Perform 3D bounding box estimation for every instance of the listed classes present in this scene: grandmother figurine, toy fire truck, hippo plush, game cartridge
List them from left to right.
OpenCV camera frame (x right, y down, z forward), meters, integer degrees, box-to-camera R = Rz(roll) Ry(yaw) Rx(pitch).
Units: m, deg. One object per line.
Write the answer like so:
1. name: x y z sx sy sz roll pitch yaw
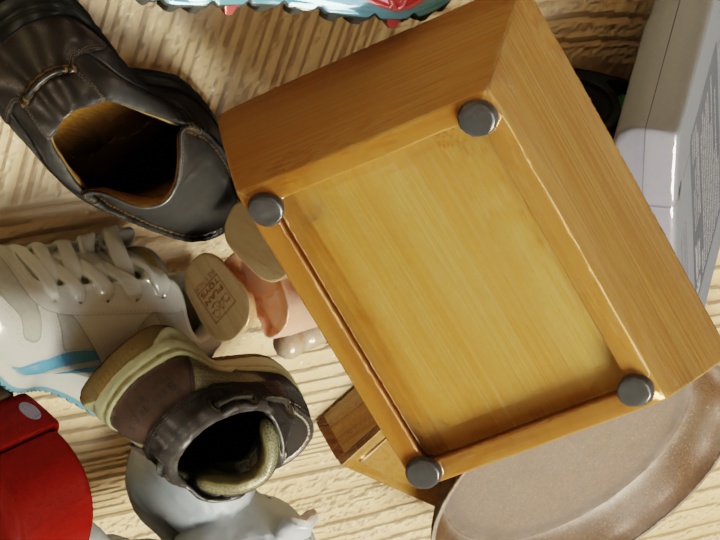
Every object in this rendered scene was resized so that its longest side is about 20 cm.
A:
1. toy fire truck: -0.181 0.163 1.299 0.176 0.200 0.129 -56 165 25
2. hippo plush: -0.098 0.152 1.442 0.160 0.200 0.159 -31 169 -15
3. grandmother figurine: 0.000 0.000 1.397 0.121 0.061 0.200 -42 158 31
4. game cartridge: 0.155 -0.043 1.437 0.040 0.134 0.200 6 144 12

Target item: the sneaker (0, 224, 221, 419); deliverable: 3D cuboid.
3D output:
1. sneaker: -0.136 0.013 1.330 0.081 0.077 0.200 -47 151 11

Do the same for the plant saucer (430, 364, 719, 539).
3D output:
1. plant saucer: 0.122 0.106 1.621 0.199 0.032 0.201 -21 145 -15

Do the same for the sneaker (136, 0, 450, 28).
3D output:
1. sneaker: -0.018 -0.158 1.193 0.199 0.079 0.096 -6 136 -34

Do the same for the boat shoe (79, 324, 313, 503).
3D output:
1. boat shoe: -0.068 0.078 1.355 0.073 0.065 0.200 -42 159 11

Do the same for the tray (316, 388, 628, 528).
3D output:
1. tray: 0.071 0.092 1.621 0.099 0.037 0.200 -42 146 15

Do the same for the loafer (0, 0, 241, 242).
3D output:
1. loafer: -0.104 -0.051 1.264 0.073 0.072 0.200 -40 146 10

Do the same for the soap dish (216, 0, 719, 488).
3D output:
1. soap dish: 0.046 -0.007 1.254 0.157 0.081 0.200 -21 114 24

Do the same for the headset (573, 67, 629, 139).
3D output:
1. headset: 0.100 -0.031 1.394 0.200 0.094 0.124 -10 113 -58
